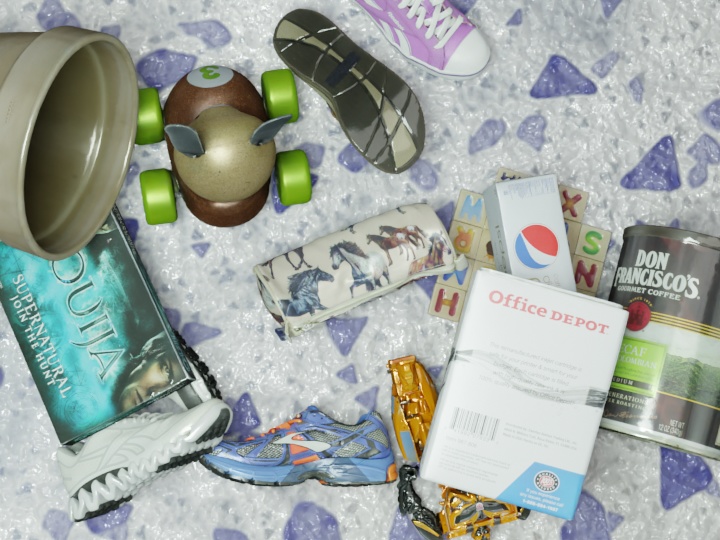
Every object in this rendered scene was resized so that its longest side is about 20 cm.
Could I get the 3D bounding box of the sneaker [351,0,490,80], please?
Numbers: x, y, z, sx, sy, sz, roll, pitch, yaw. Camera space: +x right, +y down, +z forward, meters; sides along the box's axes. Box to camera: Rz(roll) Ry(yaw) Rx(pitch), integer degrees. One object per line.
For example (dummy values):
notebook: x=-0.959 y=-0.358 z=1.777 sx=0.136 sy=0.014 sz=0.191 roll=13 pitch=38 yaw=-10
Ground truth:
sneaker: x=0.051 y=-0.265 z=1.210 sx=0.200 sy=0.114 sz=0.073 roll=36 pitch=81 yaw=-6

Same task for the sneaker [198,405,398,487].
sneaker: x=-0.063 y=0.171 z=1.197 sx=0.200 sy=0.075 sz=0.079 roll=3 pitch=77 yaw=-15

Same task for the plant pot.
plant pot: x=-0.313 y=-0.125 z=1.058 sx=0.173 sy=0.200 sz=0.200 roll=15 pitch=84 yaw=11

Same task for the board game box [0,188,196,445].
board game box: x=-0.252 y=0.042 z=1.136 sx=0.135 sy=0.028 sz=0.200 roll=-28 pitch=78 yaw=4

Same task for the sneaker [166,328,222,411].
sneaker: x=-0.209 y=0.080 z=1.181 sx=0.080 sy=0.074 sz=0.200 roll=-41 pitch=84 yaw=-4

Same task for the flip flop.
flip flop: x=-0.010 y=-0.179 z=1.230 sx=0.081 sy=0.058 sz=0.200 roll=-44 pitch=78 yaw=-3

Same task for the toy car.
toy car: x=-0.128 y=-0.125 z=1.133 sx=0.164 sy=0.200 sz=0.158 roll=-9 pitch=88 yaw=-8

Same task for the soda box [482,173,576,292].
soda box: x=0.174 y=0.009 z=1.226 sx=0.064 sy=0.068 sz=0.201 roll=-9 pitch=88 yaw=-7

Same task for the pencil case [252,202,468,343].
pencil case: x=0.000 y=0.000 z=1.203 sx=0.200 sy=0.078 sz=0.090 roll=-22 pitch=67 yaw=-9

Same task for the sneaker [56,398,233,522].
sneaker: x=-0.207 y=0.161 z=1.142 sx=0.200 sy=0.075 sz=0.081 roll=-31 pitch=75 yaw=22

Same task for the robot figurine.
robot figurine: x=0.097 y=0.174 z=1.217 sx=0.145 sy=0.058 sz=0.200 roll=-15 pitch=89 yaw=-6

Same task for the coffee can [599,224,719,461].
coffee can: x=0.307 y=0.071 z=1.208 sx=0.146 sy=0.146 sz=0.200 roll=16 pitch=85 yaw=-6

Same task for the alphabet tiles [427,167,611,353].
alphabet tiles: x=0.164 y=0.002 z=1.263 sx=0.166 sy=0.006 sz=0.200 roll=16 pitch=85 yaw=-7

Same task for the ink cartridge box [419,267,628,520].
ink cartridge box: x=0.150 y=0.111 z=1.144 sx=0.144 sy=0.084 sz=0.200 roll=16 pitch=89 yaw=2
